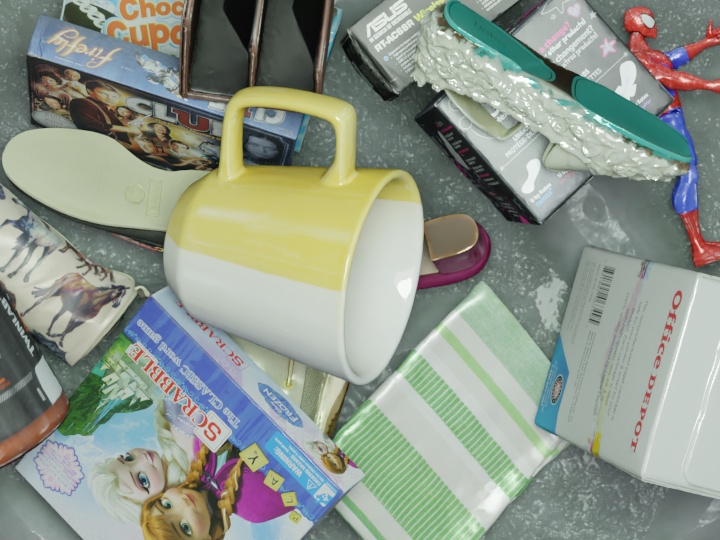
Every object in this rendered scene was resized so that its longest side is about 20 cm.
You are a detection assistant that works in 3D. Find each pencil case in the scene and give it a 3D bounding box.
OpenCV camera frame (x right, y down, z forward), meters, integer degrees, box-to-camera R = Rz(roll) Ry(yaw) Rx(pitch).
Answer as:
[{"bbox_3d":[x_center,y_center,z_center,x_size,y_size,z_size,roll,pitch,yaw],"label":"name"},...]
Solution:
[{"bbox_3d":[-0.259,-0.013,1.424,0.200,0.078,0.090,37,88,-3],"label":"pencil case"}]

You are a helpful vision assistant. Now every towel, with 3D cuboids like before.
[{"bbox_3d":[0.070,0.131,1.434,0.200,0.023,0.153,-45,111,-8],"label":"towel"}]

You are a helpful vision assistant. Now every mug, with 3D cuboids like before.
[{"bbox_3d":[-0.048,-0.027,1.328,0.153,0.149,0.187,12,90,21],"label":"mug"}]

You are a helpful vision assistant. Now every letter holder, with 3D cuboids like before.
[{"bbox_3d":[-0.062,-0.228,1.288,0.100,0.142,0.201,7,74,-2],"label":"letter holder"}]

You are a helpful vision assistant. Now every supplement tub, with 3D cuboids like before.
[{"bbox_3d":[-0.298,0.042,1.354,0.107,0.107,0.200,-28,106,-1],"label":"supplement tub"}]

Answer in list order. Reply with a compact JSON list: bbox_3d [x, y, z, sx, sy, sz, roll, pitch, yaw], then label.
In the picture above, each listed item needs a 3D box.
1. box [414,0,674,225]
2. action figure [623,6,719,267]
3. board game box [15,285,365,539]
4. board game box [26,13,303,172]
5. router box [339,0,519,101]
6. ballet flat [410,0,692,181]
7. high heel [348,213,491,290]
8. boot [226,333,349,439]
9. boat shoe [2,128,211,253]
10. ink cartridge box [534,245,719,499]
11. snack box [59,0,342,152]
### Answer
[{"bbox_3d":[0.126,-0.118,1.370,0.132,0.200,0.115,-43,94,0],"label":"box"},{"bbox_3d":[0.263,-0.115,1.443,0.099,0.065,0.200,-22,94,8],"label":"action figure"},{"bbox_3d":[-0.129,0.148,1.394,0.200,0.041,0.200,44,118,8],"label":"board game box"},{"bbox_3d":[-0.144,-0.116,1.394,0.200,0.136,0.035,18,70,-2],"label":"board game box"},{"bbox_3d":[0.081,-0.208,1.391,0.200,0.150,0.062,-38,93,0],"label":"router box"},{"bbox_3d":[0.121,-0.106,1.247,0.200,0.072,0.072,32,91,0],"label":"ballet flat"},{"bbox_3d":[0.000,0.000,1.434,0.199,0.096,0.068,-7,78,7],"label":"high heel"},{"bbox_3d":[-0.097,0.106,1.438,0.154,0.072,0.200,19,86,-3],"label":"boot"},{"bbox_3d":[-0.172,-0.052,1.427,0.201,0.063,0.074,14,63,-6],"label":"boat shoe"},{"bbox_3d":[0.242,0.077,1.368,0.146,0.200,0.147,15,92,-17],"label":"ink cartridge box"},{"bbox_3d":[-0.124,-0.171,1.412,0.200,0.037,0.116,18,130,-2],"label":"snack box"}]
